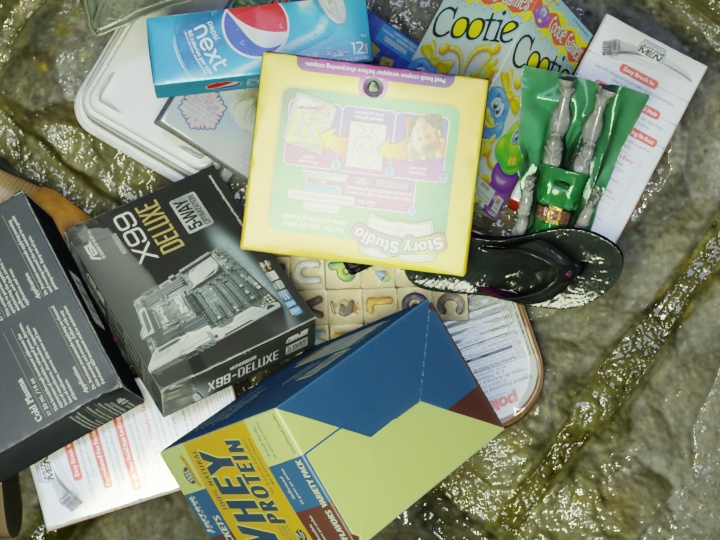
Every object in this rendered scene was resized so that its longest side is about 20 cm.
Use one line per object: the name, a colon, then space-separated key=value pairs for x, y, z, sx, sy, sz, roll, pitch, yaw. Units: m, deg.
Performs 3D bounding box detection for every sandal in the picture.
sandal: x=0.137 y=0.002 z=1.692 sx=0.199 sy=0.048 sz=0.076 roll=1 pitch=109 yaw=8

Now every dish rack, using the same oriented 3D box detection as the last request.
dish rack: x=-0.165 y=-0.194 z=1.802 sx=0.171 sy=0.044 sz=0.201 roll=30 pitch=83 yaw=4

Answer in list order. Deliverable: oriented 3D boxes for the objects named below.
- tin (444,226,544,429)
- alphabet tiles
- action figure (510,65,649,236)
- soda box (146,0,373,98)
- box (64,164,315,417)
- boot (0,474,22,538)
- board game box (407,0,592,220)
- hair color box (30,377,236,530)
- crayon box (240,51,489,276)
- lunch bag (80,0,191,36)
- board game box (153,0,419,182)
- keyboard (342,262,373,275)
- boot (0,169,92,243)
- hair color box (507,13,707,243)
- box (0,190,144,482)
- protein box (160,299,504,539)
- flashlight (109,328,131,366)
tin: x=0.104 y=0.054 z=1.772 sx=0.111 sy=0.042 sz=0.201 roll=-19 pitch=83 yaw=2
alphabet tiles: x=0.000 y=0.000 z=1.744 sx=0.199 sy=0.006 sz=0.168 roll=-2 pitch=99 yaw=9
action figure: x=0.182 y=-0.075 z=1.712 sx=0.117 sy=0.055 sz=0.201 roll=14 pitch=106 yaw=5
soda box: x=-0.091 y=-0.202 z=1.696 sx=0.199 sy=0.068 sz=0.065 roll=-7 pitch=86 yaw=-5
box: x=-0.156 y=0.016 z=1.704 sx=0.157 sy=0.050 sz=0.200 roll=-24 pitch=59 yaw=-18
boot: x=-0.364 y=0.150 z=1.743 sx=0.075 sy=0.074 sz=0.202 roll=-4 pitch=89 yaw=9
board game box: x=0.112 y=-0.168 z=1.747 sx=0.103 sy=0.105 sz=0.201 roll=22 pitch=82 yaw=40
hair color box: x=-0.206 y=0.158 z=1.738 sx=0.199 sy=0.064 sz=0.112 roll=-16 pitch=84 yaw=-3
crayon box: x=0.004 y=-0.093 z=1.641 sx=0.199 sy=0.058 sz=0.174 roll=7 pitch=97 yaw=1
lunch bag: x=-0.186 y=-0.332 z=1.751 sx=0.199 sy=0.118 sz=0.165 roll=-20 pitch=46 yaw=-2
board game box: x=-0.059 y=-0.170 z=1.771 sx=0.199 sy=0.041 sz=0.200 roll=32 pitch=84 yaw=-13
keyboard: x=-0.032 y=-0.088 z=1.721 sx=0.104 sy=0.040 sz=0.201 roll=-23 pitch=73 yaw=-10
boot: x=-0.334 y=0.014 z=1.766 sx=0.144 sy=0.071 sz=0.202 roll=32 pitch=98 yaw=-10
hair color box: x=0.233 y=-0.126 z=1.780 sx=0.110 sy=0.064 sz=0.201 roll=28 pitch=86 yaw=5
box: x=-0.321 y=0.067 z=1.657 sx=0.181 sy=0.104 sz=0.201 roll=-28 pitch=78 yaw=-1
protein box: x=-0.026 y=0.148 z=1.631 sx=0.198 sy=0.200 sz=0.135 roll=-34 pitch=95 yaw=-37
flashlight: x=-0.239 y=0.063 z=1.759 sx=0.199 sy=0.068 sz=0.068 roll=-15 pitch=120 yaw=1
